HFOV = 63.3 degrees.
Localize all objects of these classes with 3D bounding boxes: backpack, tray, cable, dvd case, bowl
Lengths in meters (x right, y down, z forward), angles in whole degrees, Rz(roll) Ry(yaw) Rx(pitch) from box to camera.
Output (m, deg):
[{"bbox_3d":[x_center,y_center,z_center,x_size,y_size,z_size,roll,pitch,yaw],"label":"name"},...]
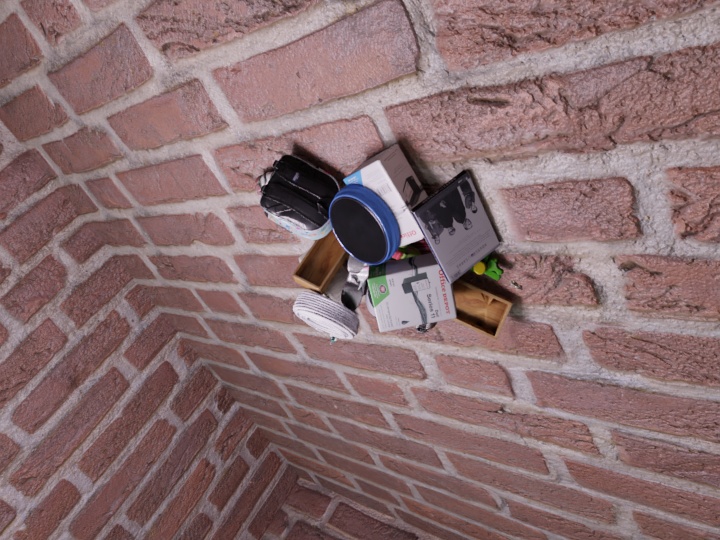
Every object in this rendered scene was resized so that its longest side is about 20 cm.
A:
[{"bbox_3d":[-0.144,-0.180,1.521,0.195,0.182,0.151,24,169,13],"label":"backpack"},{"bbox_3d":[0.269,0.083,1.461,0.195,0.037,0.101,24,105,7],"label":"tray"},{"bbox_3d":[-0.091,0.125,1.617,0.197,0.071,0.199,8,158,47],"label":"cable"},{"bbox_3d":[0.213,-0.093,1.288,0.203,0.148,0.025,58,175,-28],"label":"dvd case"},{"bbox_3d":[-0.096,-0.036,1.619,0.096,0.203,0.037,23,154,21],"label":"tray"},{"bbox_3d":[0.005,-0.102,1.383,0.197,0.039,0.205,30,143,26],"label":"bowl"}]

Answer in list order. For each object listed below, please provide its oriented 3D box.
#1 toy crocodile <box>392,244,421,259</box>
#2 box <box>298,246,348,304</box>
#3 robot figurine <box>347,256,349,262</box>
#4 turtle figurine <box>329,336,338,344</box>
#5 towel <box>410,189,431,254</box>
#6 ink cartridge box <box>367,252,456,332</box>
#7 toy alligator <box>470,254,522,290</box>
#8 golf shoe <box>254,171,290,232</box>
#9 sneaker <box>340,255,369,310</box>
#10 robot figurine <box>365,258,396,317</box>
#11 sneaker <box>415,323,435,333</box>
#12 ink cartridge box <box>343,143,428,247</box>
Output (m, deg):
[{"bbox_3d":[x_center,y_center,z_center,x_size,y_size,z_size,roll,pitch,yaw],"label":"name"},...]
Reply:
[{"bbox_3d":[0.066,-0.072,1.486,0.196,0.063,0.068,30,144,-11],"label":"toy crocodile"},{"bbox_3d":[-0.087,0.021,1.727,0.201,0.094,0.078,50,168,16],"label":"box"},{"bbox_3d":[0.031,0.017,1.691,0.142,0.059,0.203,3,134,40],"label":"robot figurine"},{"bbox_3d":[-0.071,0.147,1.932,0.203,0.097,0.153,97,157,-53],"label":"turtle figurine"},{"bbox_3d":[0.135,-0.115,1.452,0.142,0.023,0.203,6,135,44],"label":"towel"},{"bbox_3d":[0.126,0.050,1.403,0.193,0.084,0.151,-12,111,9],"label":"ink cartridge box"},{"bbox_3d":[0.299,-0.017,1.378,0.196,0.059,0.056,24,106,24],"label":"toy alligator"},{"bbox_3d":[-0.222,-0.192,1.682,0.091,0.073,0.202,-9,124,49],"label":"golf shoe"},{"bbox_3d":[0.000,0.000,1.591,0.079,0.086,0.205,26,109,5],"label":"sneaker"},{"bbox_3d":[0.081,0.058,1.555,0.152,0.123,0.201,52,155,16],"label":"robot figurine"},{"bbox_3d":[0.180,0.135,1.575,0.075,0.084,0.199,21,-178,17],"label":"sneaker"},{"bbox_3d":[0.073,-0.166,1.355,0.143,0.084,0.203,-16,112,52],"label":"ink cartridge box"}]
